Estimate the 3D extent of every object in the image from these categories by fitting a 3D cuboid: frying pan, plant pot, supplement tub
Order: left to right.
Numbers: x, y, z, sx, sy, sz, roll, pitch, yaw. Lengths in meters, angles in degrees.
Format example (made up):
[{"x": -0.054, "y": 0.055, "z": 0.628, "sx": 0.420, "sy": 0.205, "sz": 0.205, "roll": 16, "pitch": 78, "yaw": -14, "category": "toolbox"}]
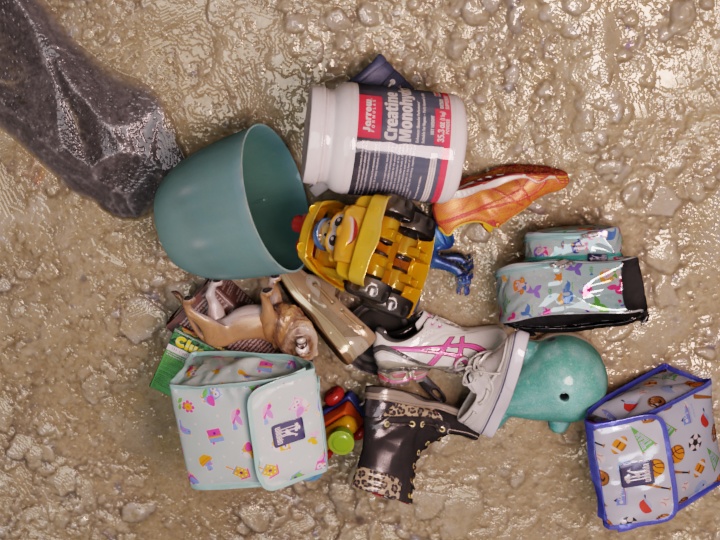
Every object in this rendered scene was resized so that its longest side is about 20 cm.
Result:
[{"x": -0.180, "y": -0.078, "z": 1.595, "sx": 0.159, "sy": 0.201, "sz": 0.203, "roll": -14, "pitch": 107, "yaw": 20, "category": "plant pot"}, {"x": 0.029, "y": -0.164, "z": 1.509, "sx": 0.197, "sy": 0.141, "sz": 0.142, "roll": 5, "pitch": 109, "yaw": -7, "category": "supplement tub"}, {"x": 0.061, "y": 0.108, "z": 1.718, "sx": 0.188, "sy": 0.031, "sz": 0.116, "roll": 21, "pitch": 104, "yaw": -15, "category": "frying pan"}]

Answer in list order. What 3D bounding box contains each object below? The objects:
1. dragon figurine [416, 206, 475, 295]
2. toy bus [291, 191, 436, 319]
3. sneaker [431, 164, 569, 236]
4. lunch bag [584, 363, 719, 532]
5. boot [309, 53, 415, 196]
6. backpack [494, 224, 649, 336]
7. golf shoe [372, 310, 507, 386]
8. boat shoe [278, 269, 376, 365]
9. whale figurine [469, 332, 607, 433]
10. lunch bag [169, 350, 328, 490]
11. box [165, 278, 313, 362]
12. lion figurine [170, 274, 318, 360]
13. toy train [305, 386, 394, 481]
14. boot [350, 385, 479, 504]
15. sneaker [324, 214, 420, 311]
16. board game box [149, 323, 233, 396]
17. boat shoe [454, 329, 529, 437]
[{"x": 0.098, "y": -0.056, "z": 1.647, "sx": 0.098, "sy": 0.059, "sz": 0.202, "roll": -16, "pitch": 107, "yaw": 9, "category": "dragon figurine"}, {"x": -0.015, "y": -0.035, "z": 1.532, "sx": 0.190, "sy": 0.200, "sz": 0.137, "roll": 17, "pitch": 83, "yaw": 23, "category": "toy bus"}, {"x": 0.190, "y": -0.097, "z": 1.609, "sx": 0.197, "sy": 0.073, "sz": 0.078, "roll": -15, "pitch": 110, "yaw": -8, "category": "sneaker"}, {"x": 0.404, "y": 0.251, "z": 1.651, "sx": 0.198, "sy": 0.123, "sz": 0.172, "roll": -20, "pitch": 107, "yaw": -27, "category": "lunch bag"}, {"x": -0.015, "y": -0.198, "z": 1.609, "sx": 0.200, "sy": 0.073, "sz": 0.090, "roll": -43, "pitch": 96, "yaw": 6, "category": "boot"}, {"x": 0.279, "y": 0.017, "z": 1.600, "sx": 0.197, "sy": 0.177, "sz": 0.153, "roll": -12, "pitch": 85, "yaw": 13, "category": "backpack"}, {"x": 0.115, "y": 0.100, "z": 1.676, "sx": 0.197, "sy": 0.073, "sz": 0.093, "roll": -12, "pitch": 104, "yaw": -10, "category": "golf shoe"}, {"x": -0.057, "y": 0.039, "z": 1.673, "sx": 0.064, "sy": 0.071, "sz": 0.201, "roll": -38, "pitch": 79, "yaw": -9, "category": "boat shoe"}, {"x": 0.255, "y": 0.172, "z": 1.687, "sx": 0.198, "sy": 0.104, "sz": 0.160, "roll": -23, "pitch": 106, "yaw": 14, "category": "whale figurine"}, {"x": -0.144, "y": 0.204, "z": 1.613, "sx": 0.197, "sy": 0.122, "sz": 0.173, "roll": -1, "pitch": 113, "yaw": 14, "category": "lunch bag"}, {"x": -0.172, "y": 0.104, "z": 1.713, "sx": 0.200, "sy": 0.075, "sz": 0.100, "roll": 44, "pitch": 106, "yaw": -8, "category": "box"}, {"x": -0.158, "y": 0.073, "z": 1.636, "sx": 0.197, "sy": 0.073, "sz": 0.124, "roll": 0, "pitch": 122, "yaw": 10, "category": "lion figurine"}, {"x": -0.020, "y": 0.224, "z": 1.717, "sx": 0.199, "sy": 0.116, "sz": 0.085, "roll": -34, "pitch": 103, "yaw": 14, "category": "toy train"}, {"x": 0.078, "y": 0.258, "z": 1.693, "sx": 0.198, "sy": 0.073, "sz": 0.153, "roll": 21, "pitch": 76, "yaw": -30, "category": "boot"}, {"x": 0.000, "y": 0.000, "z": 1.664, "sx": 0.199, "sy": 0.082, "sz": 0.070, "roll": 40, "pitch": 78, "yaw": 18, "category": "sneaker"}, {"x": -0.193, "y": 0.164, "z": 1.686, "sx": 0.198, "sy": 0.024, "sz": 0.105, "roll": 27, "pitch": 115, "yaw": -4, "category": "board game box"}, {"x": 0.169, "y": 0.147, "z": 1.621, "sx": 0.085, "sy": 0.075, "sz": 0.203, "roll": 19, "pitch": 139, "yaw": 4, "category": "boat shoe"}]
